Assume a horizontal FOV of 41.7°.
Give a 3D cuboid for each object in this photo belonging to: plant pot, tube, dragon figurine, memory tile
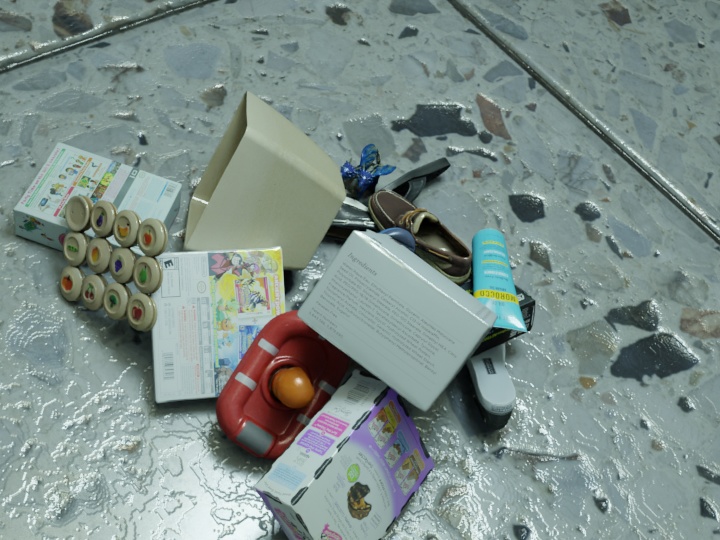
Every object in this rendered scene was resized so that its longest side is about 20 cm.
[{"bbox_3d":[-0.133,-0.112,1.382,0.177,0.200,0.200,26,20,-18],"label":"plant pot"},{"bbox_3d":[0.192,0.018,1.366,0.077,0.051,0.200,4,39,-2],"label":"tube"},{"bbox_3d":[0.016,-0.163,1.525,0.059,0.099,0.200,45,42,3],"label":"dragon figurine"},{"bbox_3d":[-0.337,-0.013,1.274,0.200,0.154,0.017,17,11,35],"label":"memory tile"}]

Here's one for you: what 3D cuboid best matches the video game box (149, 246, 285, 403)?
[{"bbox_3d":[-0.193,0.071,1.284,0.182,0.047,0.201,-2,88,-15],"label":"video game box"}]

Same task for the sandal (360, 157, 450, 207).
[{"bbox_3d":[0.078,-0.130,1.549,0.200,0.075,0.048,-29,83,-30],"label":"sandal"}]

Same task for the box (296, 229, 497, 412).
[{"bbox_3d":[0.053,0.057,1.191,0.200,0.199,0.131,36,97,9],"label":"box"}]

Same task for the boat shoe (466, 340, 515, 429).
[{"bbox_3d":[0.182,0.146,1.377,0.068,0.057,0.200,-1,36,-2],"label":"boat shoe"}]

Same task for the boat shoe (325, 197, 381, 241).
[{"bbox_3d":[0.026,-0.063,1.482,0.199,0.074,0.060,17,58,-8],"label":"boat shoe"}]

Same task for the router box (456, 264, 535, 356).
[{"bbox_3d":[0.134,0.060,1.395,0.200,0.062,0.150,-21,40,-28],"label":"router box"}]

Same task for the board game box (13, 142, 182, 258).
[{"bbox_3d":[-0.385,-0.090,1.399,0.199,0.064,0.148,20,51,-1],"label":"board game box"}]

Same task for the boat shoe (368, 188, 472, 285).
[{"bbox_3d":[0.091,-0.065,1.410,0.072,0.072,0.200,-32,64,-25],"label":"boat shoe"}]

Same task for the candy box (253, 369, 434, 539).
[{"bbox_3d":[-0.014,0.254,1.163,0.071,0.168,0.200,14,50,42],"label":"candy box"}]

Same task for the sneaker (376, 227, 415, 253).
[{"bbox_3d":[0.000,0.000,1.363,0.074,0.200,0.082,33,30,-23],"label":"sneaker"}]

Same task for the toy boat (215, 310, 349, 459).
[{"bbox_3d":[-0.091,0.147,1.221,0.130,0.131,0.200,35,77,-14],"label":"toy boat"}]
